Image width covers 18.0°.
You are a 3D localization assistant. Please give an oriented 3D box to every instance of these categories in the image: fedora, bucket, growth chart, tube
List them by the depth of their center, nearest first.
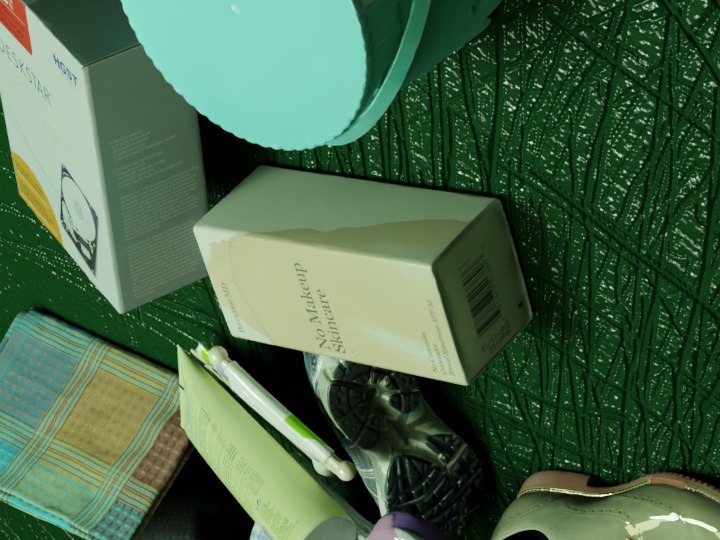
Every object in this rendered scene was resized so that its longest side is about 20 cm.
[{"bbox_3d":[-0.029,-0.174,1.247,0.206,0.135,0.208,26,139,25],"label":"bucket"},{"bbox_3d":[-0.062,0.098,1.561,0.145,0.018,0.200,42,174,4],"label":"growth chart"},{"bbox_3d":[-0.076,0.133,1.580,0.052,0.058,0.200,24,-167,-47],"label":"tube"},{"bbox_3d":[-0.150,0.225,1.757,0.091,0.201,0.202,-1,130,7],"label":"fedora"}]

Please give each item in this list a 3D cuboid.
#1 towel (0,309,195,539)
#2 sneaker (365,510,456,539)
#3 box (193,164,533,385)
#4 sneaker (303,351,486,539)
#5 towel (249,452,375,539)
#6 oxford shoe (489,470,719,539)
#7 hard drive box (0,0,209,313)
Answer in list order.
[{"bbox_3d":[-0.216,0.118,1.708,0.199,0.147,0.022,21,159,30],"label":"towel"},{"bbox_3d":[0.087,0.214,1.518,0.200,0.089,0.080,39,144,-20],"label":"sneaker"},{"bbox_3d":[0.000,0.000,1.430,0.199,0.078,0.095,8,129,40],"label":"box"},{"bbox_3d":[0.021,0.106,1.532,0.086,0.077,0.201,47,166,53],"label":"sneaker"},{"bbox_3d":[-0.038,0.247,1.596,0.147,0.024,0.201,35,118,45],"label":"towel"},{"bbox_3d":[0.166,0.174,1.431,0.199,0.074,0.071,-6,120,48],"label":"oxford shoe"},{"bbox_3d":[-0.169,-0.101,1.467,0.156,0.076,0.201,44,149,41],"label":"hard drive box"}]
